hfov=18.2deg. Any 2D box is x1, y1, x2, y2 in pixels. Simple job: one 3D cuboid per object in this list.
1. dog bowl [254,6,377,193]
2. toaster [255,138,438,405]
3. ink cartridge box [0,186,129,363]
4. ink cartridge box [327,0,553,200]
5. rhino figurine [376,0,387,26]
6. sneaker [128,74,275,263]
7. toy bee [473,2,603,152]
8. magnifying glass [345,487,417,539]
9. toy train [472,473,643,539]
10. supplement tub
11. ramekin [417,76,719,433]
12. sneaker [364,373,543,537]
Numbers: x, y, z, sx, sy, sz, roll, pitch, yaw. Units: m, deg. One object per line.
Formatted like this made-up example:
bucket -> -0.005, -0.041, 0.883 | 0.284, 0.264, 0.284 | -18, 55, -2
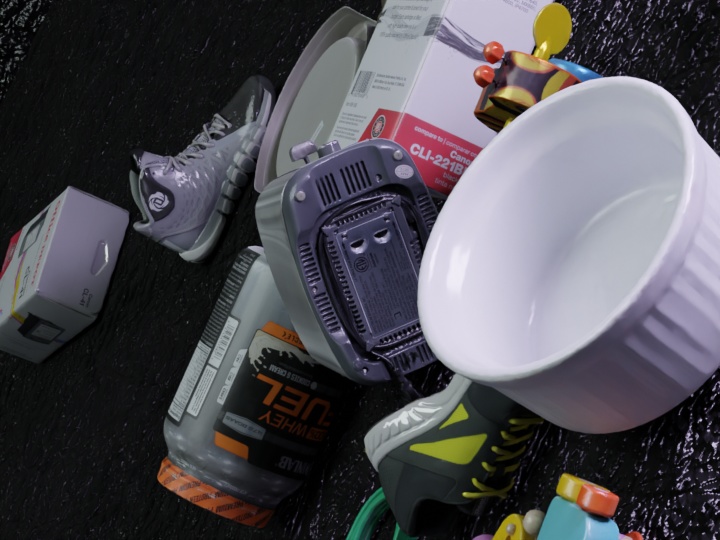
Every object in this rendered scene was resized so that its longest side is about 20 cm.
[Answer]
dog bowl -> -0.021, -0.130, 1.968 | 0.200, 0.059, 0.201 | -52, 25, 36
toaster -> 0.000, 0.000, 1.643 | 0.113, 0.201, 0.129 | -24, 9, -14
ink cartridge box -> -0.358, 0.007, 2.629 | 0.200, 0.085, 0.148 | -35, 36, 57
ink cartridge box -> 0.064, -0.163, 1.753 | 0.201, 0.084, 0.144 | -68, 20, 0
rhino figurine -> 0.052, -0.265, 1.925 | 0.088, 0.060, 0.201 | 113, 170, -50
sneaker -> -0.167, -0.116, 2.235 | 0.201, 0.115, 0.075 | -67, 20, -2
toy bee -> 0.120, -0.127, 1.540 | 0.200, 0.108, 0.131 | -31, 38, 58
magnifying glass -> -0.014, 0.233, 1.613 | 0.200, 0.022, 0.080 | -54, 24, 26
toy train -> 0.105, 0.206, 1.298 | 0.200, 0.055, 0.151 | -48, 28, 47
supplement tub -> -0.077, 0.092, 1.774 | 0.201, 0.122, 0.123 | -66, 20, 2
ramekin -> 0.138, -0.003, 1.307 | 0.200, 0.098, 0.201 | -30, 41, 30
sneaker -> 0.085, 0.109, 1.450 | 0.200, 0.074, 0.085 | -38, 58, 44
